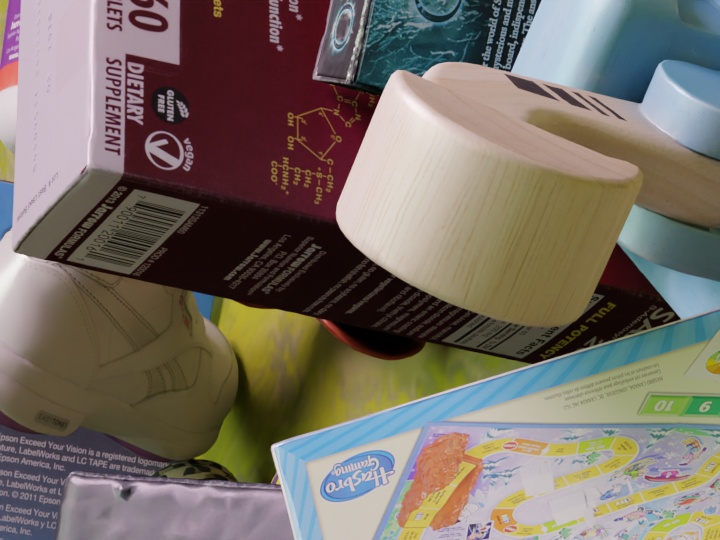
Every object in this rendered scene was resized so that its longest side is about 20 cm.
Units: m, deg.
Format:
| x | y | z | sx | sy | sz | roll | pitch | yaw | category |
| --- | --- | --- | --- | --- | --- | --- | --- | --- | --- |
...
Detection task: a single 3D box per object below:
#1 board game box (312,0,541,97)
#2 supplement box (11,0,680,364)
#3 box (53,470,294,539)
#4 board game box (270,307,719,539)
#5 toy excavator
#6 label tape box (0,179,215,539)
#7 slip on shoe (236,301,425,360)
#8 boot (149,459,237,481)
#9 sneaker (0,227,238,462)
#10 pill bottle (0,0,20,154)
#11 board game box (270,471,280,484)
| x | y | z | sx | sy | sz | roll | pitch | yaw | category |
| --- | --- | --- | --- | --- | --- | --- | --- | --- | --- |
| 0.071 | -0.137 | 0.807 | 0.028 | 0.134 | 0.202 | 17 | 95 | 65 | board game box |
| 0.001 | -0.044 | 0.838 | 0.061 | 0.199 | 0.110 | -40 | 45 | 52 | supplement box |
| 0.023 | 0.160 | 0.675 | 0.195 | 0.117 | 0.202 | 2 | 74 | 20 | box |
| 0.092 | 0.074 | 0.596 | 0.034 | 0.199 | 0.135 | 54 | -160 | -68 | board game box |
| 0.066 | -0.031 | 0.691 | 0.100 | 0.199 | 0.195 | -68 | 27 | 21 | toy excavator |
| -0.145 | 0.067 | 1.172 | 0.063 | 0.143 | 0.202 | -175 | 96 | -67 | label tape box |
| 0.000 | 0.000 | 0.981 | 0.200 | 0.074 | 0.062 | -7 | 76 | 59 | slip on shoe |
| -0.076 | 0.167 | 1.035 | 0.205 | 0.073 | 0.154 | -65 | 16 | -1 | boot |
| -0.082 | 0.016 | 1.065 | 0.075 | 0.200 | 0.100 | 36 | 97 | 18 | sneaker |
| -0.084 | -0.139 | 1.165 | 0.112 | 0.112 | 0.202 | -16 | 65 | 62 | pill bottle |
| -0.004 | 0.176 | 0.841 | 0.165 | 0.057 | 0.201 | 24 | 88 | 55 | board game box |
